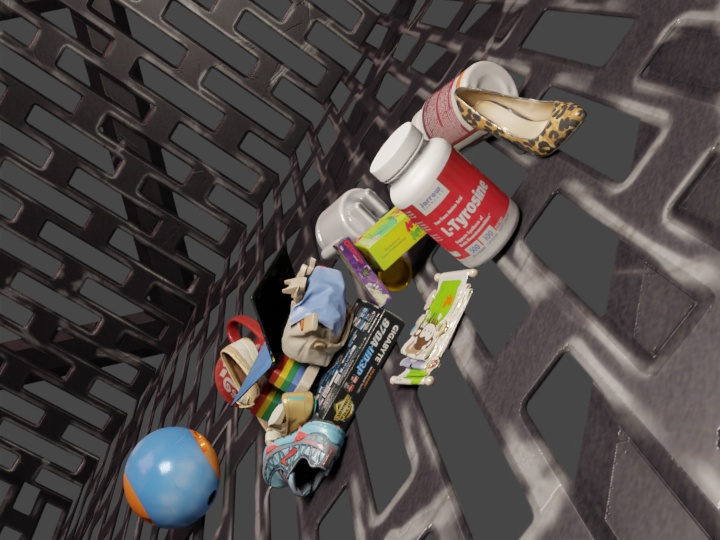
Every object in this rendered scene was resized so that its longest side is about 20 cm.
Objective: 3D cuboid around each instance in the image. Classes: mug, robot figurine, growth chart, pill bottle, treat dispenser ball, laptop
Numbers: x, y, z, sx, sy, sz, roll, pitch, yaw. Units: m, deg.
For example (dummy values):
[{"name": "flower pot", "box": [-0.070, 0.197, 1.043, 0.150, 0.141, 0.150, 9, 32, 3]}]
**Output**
[{"name": "mug", "box": [-0.213, 0.186, 1.664, 0.199, 0.178, 0.134, -25, 23, 55]}, {"name": "robot figurine", "box": [-0.021, -0.092, 1.669, 0.170, 0.113, 0.199, -51, 10, -32]}, {"name": "growth chart", "box": [0.104, 0.080, 1.165, 0.144, 0.018, 0.202, -24, 36, 62]}, {"name": "pill bottle", "box": [0.171, -0.265, 1.399, 0.199, 0.113, 0.116, -23, 39, 63]}, {"name": "pill bottle", "box": [0.113, -0.105, 1.122, 0.112, 0.199, 0.113, -46, 17, 19]}, {"name": "treat dispenser ball", "box": [-0.388, 0.426, 1.694, 0.202, 0.199, 0.202, -51, 18, 23]}, {"name": "laptop", "box": [-0.176, 0.093, 1.421, 0.114, 0.203, 0.188, -8, 26, 16]}]

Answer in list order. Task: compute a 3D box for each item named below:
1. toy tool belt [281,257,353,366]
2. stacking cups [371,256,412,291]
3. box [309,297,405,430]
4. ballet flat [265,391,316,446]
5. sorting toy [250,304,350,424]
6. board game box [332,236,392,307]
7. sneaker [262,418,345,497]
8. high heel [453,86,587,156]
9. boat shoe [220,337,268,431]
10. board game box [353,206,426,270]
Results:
[{"name": "toy tool belt", "box": [-0.069, 0.047, 1.357, 0.124, 0.122, 0.203, 101, 176, -50]}, {"name": "stacking cups", "box": [0.043, -0.017, 1.449, 0.061, 0.060, 0.200, -56, 15, 6]}, {"name": "box", "box": [-0.015, 0.150, 1.343, 0.202, 0.046, 0.159, -60, 16, -4]}, {"name": "ballet flat", "box": [-0.127, 0.263, 1.356, 0.069, 0.062, 0.202, -99, 24, -46]}, {"name": "sorting toy", "box": [-0.113, 0.166, 1.459, 0.201, 0.069, 0.200, -58, 3, 46]}, {"name": "board game box", "box": [0.000, 0.000, 1.365, 0.032, 0.121, 0.200, -32, 4, -3]}, {"name": "sneaker", "box": [-0.102, 0.306, 1.274, 0.200, 0.078, 0.097, -44, 24, 43]}, {"name": "high heel", "box": [0.215, -0.223, 1.140, 0.072, 0.141, 0.199, -61, 16, -12]}, {"name": "boat shoe", "box": [-0.205, 0.228, 1.535, 0.068, 0.202, 0.074, -15, -19, -41]}, {"name": "board game box", "box": [0.085, -0.086, 1.347, 0.199, 0.048, 0.101, -41, 14, -9]}]
